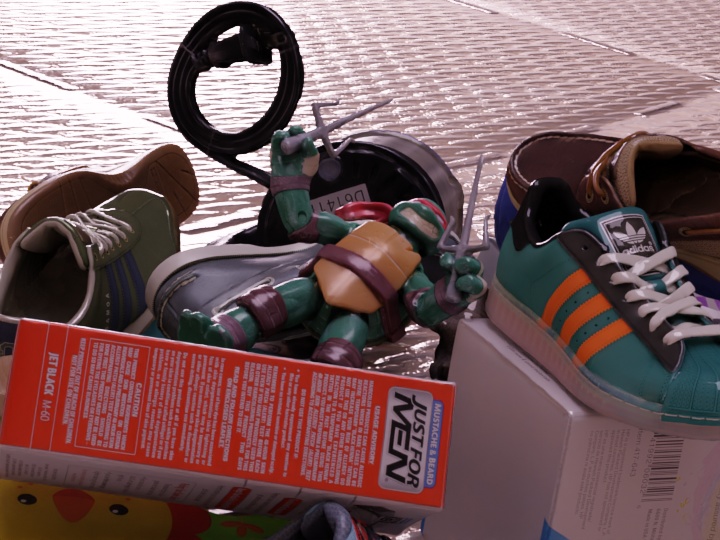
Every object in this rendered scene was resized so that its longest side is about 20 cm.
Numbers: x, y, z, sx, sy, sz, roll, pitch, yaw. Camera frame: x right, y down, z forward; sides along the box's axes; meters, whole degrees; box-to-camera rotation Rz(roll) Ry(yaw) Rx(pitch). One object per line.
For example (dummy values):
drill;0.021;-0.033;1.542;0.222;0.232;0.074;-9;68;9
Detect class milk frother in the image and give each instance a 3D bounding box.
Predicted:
milk frother;-0.026;-0.072;1.385;0.179;0.202;0.188;1;6;6

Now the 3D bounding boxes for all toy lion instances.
toy lion;-0.117;0.119;1.060;0.198;0.069;0.192;5;27;-14

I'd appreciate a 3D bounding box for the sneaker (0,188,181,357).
sneaker;-0.158;0.000;1.215;0.067;0.090;0.201;12;44;17

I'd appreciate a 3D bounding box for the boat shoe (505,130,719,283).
boat shoe;0.151;-0.045;1.100;0.199;0.072;0.072;24;67;42

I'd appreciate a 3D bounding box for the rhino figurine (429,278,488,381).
rhino figurine;0.077;0.039;1.321;0.059;0.088;0.200;15;20;19

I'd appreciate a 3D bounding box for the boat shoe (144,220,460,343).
boat shoe;-0.022;0.017;1.229;0.199;0.073;0.062;-7;40;-26

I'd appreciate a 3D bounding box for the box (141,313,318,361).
box;-0.107;0.041;1.292;0.199;0.050;0.082;16;20;19

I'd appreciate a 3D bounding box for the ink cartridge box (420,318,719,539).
ink cartridge box;0.153;0.105;1.109;0.199;0.129;0.125;1;20;-26

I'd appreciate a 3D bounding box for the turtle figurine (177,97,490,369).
turtle figurine;0.000;0.000;1.137;0.149;0.101;0.200;24;52;26

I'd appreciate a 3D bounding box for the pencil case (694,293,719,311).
pencil case;0.313;0.022;1.502;0.199;0.084;0.086;-9;49;-38

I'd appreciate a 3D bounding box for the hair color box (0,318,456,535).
hair color box;-0.065;0.075;0.991;0.198;0.064;0.111;10;-14;-8

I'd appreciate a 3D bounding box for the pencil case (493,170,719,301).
pencil case;0.173;-0.020;1.180;0.199;0.079;0.087;14;1;37

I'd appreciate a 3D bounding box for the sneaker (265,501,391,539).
sneaker;-0.001;0.151;0.955;0.199;0.096;0.079;-4;28;-32

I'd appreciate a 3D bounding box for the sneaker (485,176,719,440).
sneaker;0.127;0.015;1.026;0.071;0.080;0.200;-3;23;-32

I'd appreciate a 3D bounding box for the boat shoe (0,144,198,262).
boat shoe;-0.190;-0.037;1.450;0.072;0.073;0.200;-9;14;32

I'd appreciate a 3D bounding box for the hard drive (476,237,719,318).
hard drive;0.177;0.041;1.272;0.199;0.027;0.132;16;18;-24
